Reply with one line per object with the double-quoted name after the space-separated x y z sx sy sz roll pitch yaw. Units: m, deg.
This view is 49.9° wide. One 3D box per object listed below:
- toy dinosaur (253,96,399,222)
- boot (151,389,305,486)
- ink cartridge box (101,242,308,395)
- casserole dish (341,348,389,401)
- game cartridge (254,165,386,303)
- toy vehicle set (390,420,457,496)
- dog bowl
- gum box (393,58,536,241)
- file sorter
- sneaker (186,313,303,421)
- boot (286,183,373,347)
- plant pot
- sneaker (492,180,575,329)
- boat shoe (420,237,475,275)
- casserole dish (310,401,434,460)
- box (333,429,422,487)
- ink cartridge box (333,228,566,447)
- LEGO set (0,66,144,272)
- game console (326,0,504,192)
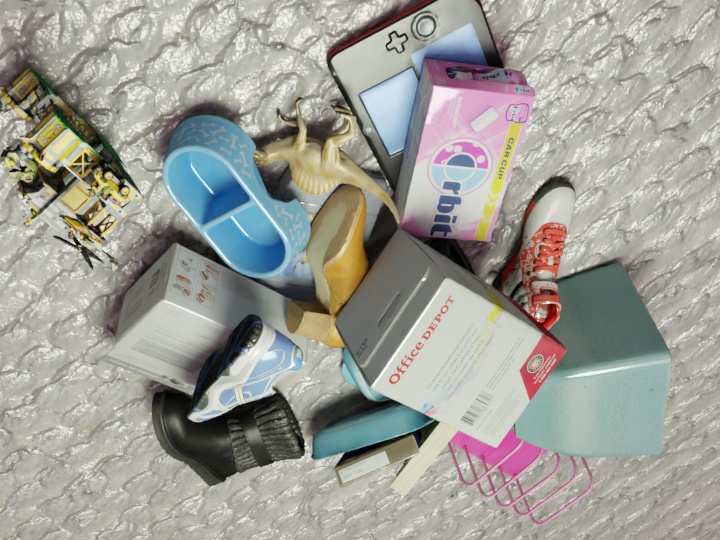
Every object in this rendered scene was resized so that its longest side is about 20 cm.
-0.034 -0.129 0.859 0.197 0.058 0.103 20 108 7 "toy dinosaur"
-0.178 0.213 1.074 0.155 0.080 0.212 -20 139 9 "boot"
-0.191 0.078 0.958 0.198 0.085 0.175 28 136 -30 "ink cartridge box"
0.069 0.122 1.091 0.197 0.039 0.122 -25 128 3 "casserole dish"
-0.059 -0.037 0.953 0.131 0.042 0.202 5 124 -23 "game cartridge"
0.123 0.230 1.145 0.026 0.124 0.201 36 115 7 "toy vehicle set"
-0.141 -0.074 0.859 0.110 0.050 0.201 -22 119 29 "dog bowl"
0.111 -0.135 0.870 0.111 0.067 0.202 4 129 -10 "gum box"
0.250 0.293 1.217 0.199 0.126 0.139 33 113 -32 "file sorter"
-0.138 0.129 0.886 0.076 0.077 0.200 27 138 -22 "sneaker"
0.000 0.001 0.943 0.142 0.071 0.204 9 110 -40 "boot"
0.294 0.136 1.082 0.196 0.197 0.199 -10 128 3 "plant pot"
0.242 -0.006 1.006 0.066 0.109 0.203 10 123 -21 "sneaker"
0.139 0.037 1.016 0.061 0.075 0.202 -9 120 40 "boat shoe"
0.014 0.225 1.116 0.197 0.121 0.039 -20 85 16 "casserole dish"
0.030 0.263 1.136 0.120 0.033 0.200 -24 173 3 "box"
0.098 0.076 0.887 0.198 0.145 0.146 30 101 -30 "ink cartridge box"
-0.305 -0.093 0.752 0.116 0.200 0.154 -43 140 -2 "LEGO set"
0.078 -0.198 0.873 0.175 0.031 0.201 -27 127 6 "game console"
